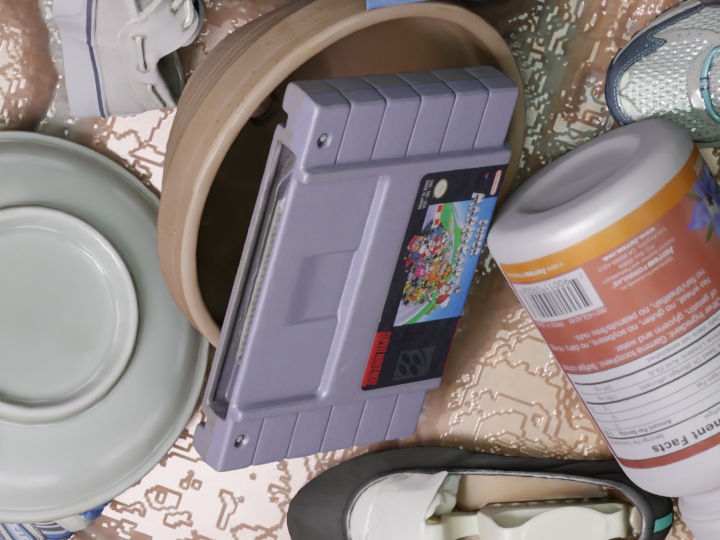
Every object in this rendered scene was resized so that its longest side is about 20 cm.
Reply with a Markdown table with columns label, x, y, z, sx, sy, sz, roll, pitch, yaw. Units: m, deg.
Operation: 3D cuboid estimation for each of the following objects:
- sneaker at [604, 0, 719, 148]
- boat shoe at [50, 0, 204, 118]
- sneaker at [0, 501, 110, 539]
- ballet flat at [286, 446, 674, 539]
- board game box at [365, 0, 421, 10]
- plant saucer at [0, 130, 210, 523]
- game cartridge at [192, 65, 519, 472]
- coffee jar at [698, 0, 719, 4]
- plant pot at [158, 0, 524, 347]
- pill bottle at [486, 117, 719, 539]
| label | x | y | z | sx | sy | sz | roll | pitch | yaw |
| --- | --- | --- | --- | --- | --- | --- | --- | --- | --- |
| sneaker | 0.217 | -0.103 | 1.347 | 0.199 | 0.086 | 0.078 | -8 | 95 | 6 |
| boat shoe | -0.110 | -0.131 | 1.334 | 0.070 | 0.200 | 0.071 | 1 | 63 | -1 |
| sneaker | -0.228 | 0.084 | 1.424 | 0.200 | 0.077 | 0.085 | 39 | 103 | 1 |
| ballet flat | 0.058 | 0.123 | 1.401 | 0.199 | 0.068 | 0.068 | -5 | 98 | 7 |
| board game box | 0.088 | -0.198 | 1.273 | 0.199 | 0.034 | 0.136 | -10 | 65 | -5 |
| plant saucer | -0.167 | 0.024 | 1.377 | 0.200 | 0.050 | 0.201 | 4 | 78 | -18 |
| game cartridge | 0.000 | 0.000 | 1.309 | 0.129 | 0.038 | 0.200 | -5 | 124 | -35 |
| coffee jar | 0.246 | -0.195 | 1.334 | 0.199 | 0.085 | 0.105 | -13 | 100 | 7 |
| plant pot | -0.026 | -0.059 | 1.345 | 0.093 | 0.201 | 0.201 | 40 | 102 | 39 |
| pill bottle | 0.155 | 0.036 | 1.352 | 0.112 | 0.112 | 0.200 | -30 | 105 | 9 |
